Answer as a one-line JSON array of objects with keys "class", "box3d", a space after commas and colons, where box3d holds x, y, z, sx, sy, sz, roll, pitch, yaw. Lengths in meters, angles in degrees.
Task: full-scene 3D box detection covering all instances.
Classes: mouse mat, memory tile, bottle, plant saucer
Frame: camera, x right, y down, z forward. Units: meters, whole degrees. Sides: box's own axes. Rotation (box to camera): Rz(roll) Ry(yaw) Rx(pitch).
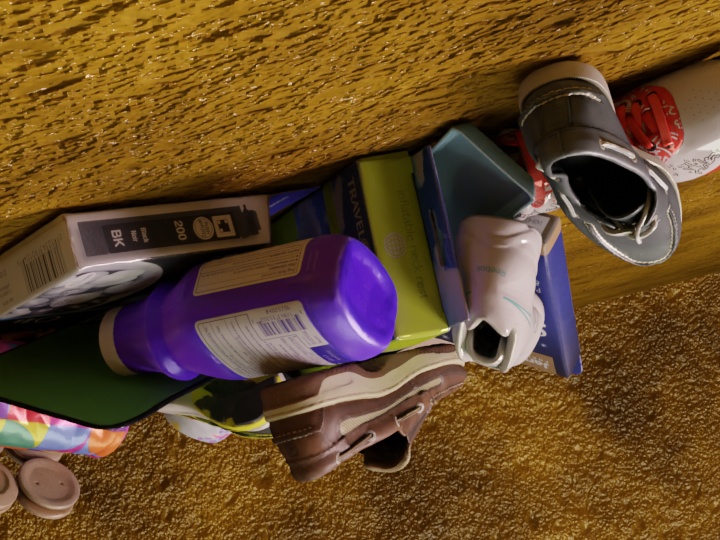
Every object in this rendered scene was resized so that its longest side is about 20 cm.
[{"class": "mouse mat", "box3d": [-0.167, 0.062, 0.940, 0.160, 0.008, 0.200, 10, -159, 31]}, {"class": "memory tile", "box3d": [-0.312, 0.118, 0.999, 0.199, 0.154, 0.017, 15, 122, -36]}, {"class": "bottle", "box3d": [-0.077, 0.031, 0.852, 0.199, 0.066, 0.084, -12, 140, 30]}, {"class": "plant saucer", "box3d": [0.054, -0.042, 0.920, 0.019, 0.070, 0.200, -52, -175, -25]}]

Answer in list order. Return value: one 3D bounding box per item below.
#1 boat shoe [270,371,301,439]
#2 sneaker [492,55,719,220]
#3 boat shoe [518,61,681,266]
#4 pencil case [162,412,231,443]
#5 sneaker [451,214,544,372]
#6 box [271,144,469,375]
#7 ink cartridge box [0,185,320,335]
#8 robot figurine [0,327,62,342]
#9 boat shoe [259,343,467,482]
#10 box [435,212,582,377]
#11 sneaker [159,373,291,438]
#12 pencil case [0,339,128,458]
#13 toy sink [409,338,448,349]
[{"class": "boat shoe", "box3d": [-0.003, 0.077, 1.080, 0.073, 0.076, 0.200, 28, 130, -21]}, {"class": "sneaker", "box3d": [0.159, -0.079, 0.866, 0.107, 0.068, 0.201, -13, 176, -30]}, {"class": "boat shoe", "box3d": [0.148, -0.045, 0.810, 0.072, 0.062, 0.200, -18, 144, 20]}, {"class": "pencil case", "box3d": [-0.113, 0.068, 1.138, 0.083, 0.091, 0.200, -15, 154, -31]}, {"class": "sneaker", "box3d": [0.088, 0.036, 0.927, 0.070, 0.081, 0.201, 7, 158, 12]}, {"class": "box", "box3d": [0.000, 0.000, 0.926, 0.047, 0.123, 0.200, -9, 171, -25]}, {"class": "ink cartridge box", "box3d": [-0.153, -0.004, 0.917, 0.199, 0.044, 0.198, -10, 171, -40]}, {"class": "robot figurine", "box3d": [-0.227, 0.052, 1.125, 0.144, 0.059, 0.200, -19, 172, 13]}, {"class": "boat shoe", "box3d": [0.009, 0.099, 0.898, 0.074, 0.076, 0.202, -21, 172, 37]}, {"class": "box", "box3d": [0.104, 0.019, 1.026, 0.120, 0.033, 0.201, 16, 149, 27]}, {"class": "sneaker", "box3d": [-0.110, 0.093, 1.030, 0.199, 0.075, 0.084, 18, 168, 47]}, {"class": "pencil case", "box3d": [-0.266, 0.087, 0.985, 0.199, 0.089, 0.088, 16, 155, -39]}, {"class": "toy sink", "box3d": [-0.016, 0.068, 1.395, 0.198, 0.132, 0.112, -12, 173, -25]}]
